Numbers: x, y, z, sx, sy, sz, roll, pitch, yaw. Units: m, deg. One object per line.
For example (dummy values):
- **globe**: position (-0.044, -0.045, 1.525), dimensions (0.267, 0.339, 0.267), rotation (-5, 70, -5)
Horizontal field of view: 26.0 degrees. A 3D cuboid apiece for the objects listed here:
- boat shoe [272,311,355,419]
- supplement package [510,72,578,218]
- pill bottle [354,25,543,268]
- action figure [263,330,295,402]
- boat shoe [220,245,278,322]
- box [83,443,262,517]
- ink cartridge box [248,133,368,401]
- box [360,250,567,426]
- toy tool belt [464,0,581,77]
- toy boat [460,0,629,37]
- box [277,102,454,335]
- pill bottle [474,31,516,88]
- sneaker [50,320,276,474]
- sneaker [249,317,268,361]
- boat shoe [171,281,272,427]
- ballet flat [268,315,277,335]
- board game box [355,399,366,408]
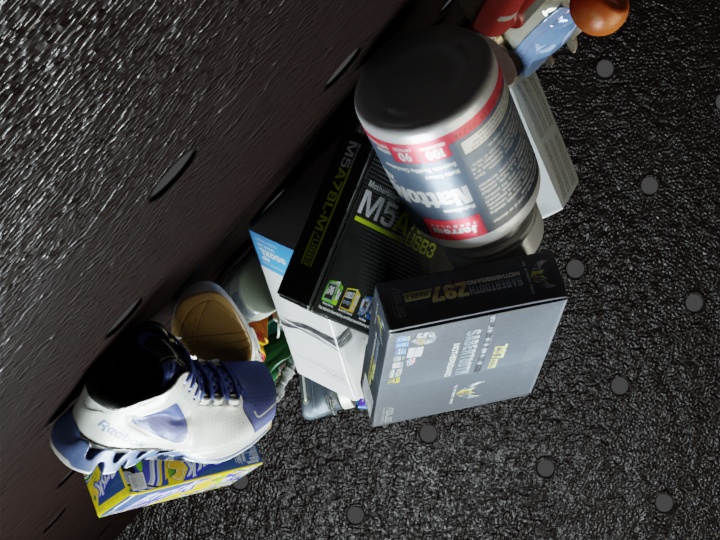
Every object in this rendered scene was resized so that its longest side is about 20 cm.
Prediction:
- **boat shoe**: position (-0.058, 0.054, 1.610), dimensions (0.061, 0.202, 0.075), rotation (-17, 170, 4)
- **supplement package**: position (0.119, -0.111, 1.692), dimensions (0.190, 0.148, 0.200), rotation (-23, -175, 16)
- **pill bottle**: position (0.082, -0.090, 1.279), dimensions (0.120, 0.119, 0.201), rotation (-47, 136, -17)
- **action figure**: position (-0.110, 0.111, 1.679), dimensions (0.199, 0.055, 0.118), rotation (-34, -161, -28)
- **boat shoe**: position (-0.078, -0.014, 1.527), dimensions (0.071, 0.070, 0.201), rotation (-25, -165, 45)
- **box**: position (-0.207, 0.215, 1.724), dimensions (0.199, 0.065, 0.070), rotation (-6, 157, -48)
- **ink cartridge box**: position (-0.010, -0.001, 1.458), dimensions (0.145, 0.084, 0.201), rotation (-46, 141, -29)
- **box**: position (0.085, 0.063, 1.356), dimensions (0.156, 0.051, 0.201), rotation (-11, 153, -11)
- **toy tool belt**: position (0.185, -0.254, 1.600), dimensions (0.125, 0.123, 0.200), rotation (-46, 177, -33)
- **toy boat**: position (0.176, -0.254, 1.328), dimensions (0.131, 0.131, 0.200), rotation (-47, 178, -18)
- **box**: position (0.032, -0.037, 1.375), dimensions (0.199, 0.047, 0.195), rotation (26, 88, -52)
- **pill bottle**: position (0.068, -0.137, 1.504), dimensions (0.200, 0.111, 0.111), rotation (-50, 177, 39)
- **sneaker**: position (-0.147, 0.099, 1.273), dimensions (0.198, 0.081, 0.116), rotation (-9, 143, -35)
- **sneaker**: position (-0.124, 0.059, 1.560), dimensions (0.073, 0.077, 0.200), rotation (-50, -175, 33)
- **boat shoe**: position (-0.126, 0.070, 1.400), dimensions (0.201, 0.070, 0.070), rotation (78, 4, -48)
- **ballet flat**: position (-0.109, 0.036, 1.693), dimensions (0.200, 0.067, 0.071), rotation (-49, 164, -53)
- **board game box**: position (-0.009, 0.044, 1.734), dimensions (0.200, 0.045, 0.154), rotation (39, -62, 56)
